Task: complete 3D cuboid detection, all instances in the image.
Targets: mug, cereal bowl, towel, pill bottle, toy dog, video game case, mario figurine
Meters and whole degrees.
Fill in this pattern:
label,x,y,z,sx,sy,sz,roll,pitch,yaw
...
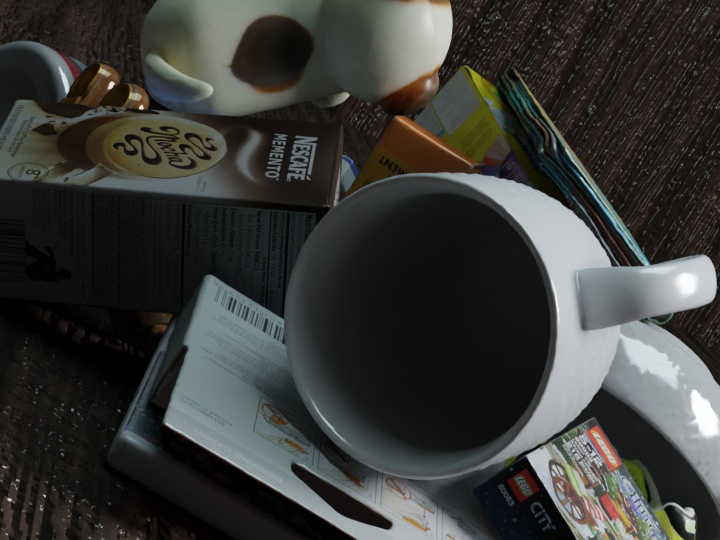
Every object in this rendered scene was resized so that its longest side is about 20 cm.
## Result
label,x,y,z,sx,sy,sz,roll,pitch,yaw
mug,0.085,0.020,0.959,0.198,0.149,0.175,-11,-3,25
cereal bowl,0.173,0.089,1.212,0.199,0.084,0.201,34,-21,15
towel,0.148,-0.053,1.243,0.147,0.022,0.200,53,8,-19
pill bottle,-0.180,-0.077,1.290,0.114,0.115,0.199,38,10,35
toy dog,-0.038,-0.167,1.232,0.197,0.141,0.194,-1,15,11
video game case,-0.031,0.106,1.008,0.199,0.023,0.182,32,21,-7
mario figurine,-0.101,-0.061,1.204,0.200,0.105,0.124,47,29,-36

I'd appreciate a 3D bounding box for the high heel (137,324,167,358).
label,x,y,z,sx,sy,sz,roll,pitch,yaw
high heel,-0.024,0.037,1.125,0.199,0.143,0.071,28,11,-25

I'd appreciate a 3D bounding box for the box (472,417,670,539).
label,x,y,z,sx,sy,sz,roll,pitch,yaw
box,0.146,0.182,0.990,0.201,0.038,0.136,59,21,8

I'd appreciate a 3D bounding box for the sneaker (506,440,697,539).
label,x,y,z,sx,sy,sz,roll,pitch,yaw
sneaker,0.145,0.143,1.168,0.075,0.077,0.200,25,10,-39

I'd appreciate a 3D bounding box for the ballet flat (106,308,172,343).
label,x,y,z,sx,sy,sz,roll,pitch,yaw
ballet flat,-0.064,0.017,1.152,0.198,0.073,0.068,-5,36,-21

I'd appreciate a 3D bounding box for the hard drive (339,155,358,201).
label,x,y,z,sx,sy,sz,roll,pitch,yaw
hard drive,-0.025,-0.019,1.405,0.131,0.025,0.201,18,-32,38

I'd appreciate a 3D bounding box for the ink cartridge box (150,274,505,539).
label,x,y,z,sx,sy,sz,roll,pitch,yaw
ink cartridge box,-0.015,0.100,0.953,0.199,0.044,0.174,32,23,-10

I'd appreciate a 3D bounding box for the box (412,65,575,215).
label,x,y,z,sx,sy,sz,roll,pitch,yaw
box,0.078,-0.037,1.259,0.048,0.117,0.201,28,25,-33

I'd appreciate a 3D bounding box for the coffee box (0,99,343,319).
label,x,y,z,sx,sy,sz,roll,pitch,yaw
coffee box,-0.112,-0.036,1.072,0.197,0.081,0.113,5,28,1

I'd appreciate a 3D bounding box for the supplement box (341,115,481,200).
label,x,y,z,sx,sy,sz,roll,pitch,yaw
supplement box,0.000,0.000,1.220,0.066,0.201,0.069,32,9,5
